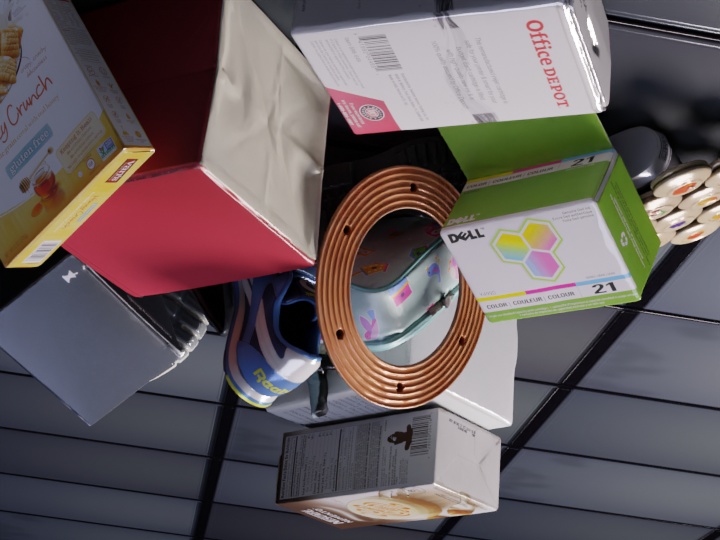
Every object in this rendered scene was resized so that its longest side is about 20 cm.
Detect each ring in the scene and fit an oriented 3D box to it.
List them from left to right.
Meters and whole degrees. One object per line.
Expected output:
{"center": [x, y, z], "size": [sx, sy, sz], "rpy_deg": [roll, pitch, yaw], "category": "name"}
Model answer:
{"center": [0.034, 0.014, 1.226], "size": [0.200, 0.202, 0.019], "rpy_deg": [28, 164, -39], "category": "ring"}

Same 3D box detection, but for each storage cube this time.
{"center": [-0.142, -0.100, 1.166], "size": [0.179, 0.172, 0.200], "rpy_deg": [-10, 151, 28], "category": "storage cube"}

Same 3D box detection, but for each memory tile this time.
{"center": [0.284, -0.055, 1.275], "size": [0.152, 0.017, 0.200], "rpy_deg": [-13, 162, -22], "category": "memory tile"}

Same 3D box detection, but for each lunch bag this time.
{"center": [0.000, 0.000, 1.340], "size": [0.199, 0.160, 0.078], "rpy_deg": [9, 122, 38], "category": "lunch bag"}

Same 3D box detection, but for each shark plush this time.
{"center": [-0.052, 0.049, 1.454], "size": [0.090, 0.201, 0.083], "rpy_deg": [-9, 153, -37], "category": "shark plush"}

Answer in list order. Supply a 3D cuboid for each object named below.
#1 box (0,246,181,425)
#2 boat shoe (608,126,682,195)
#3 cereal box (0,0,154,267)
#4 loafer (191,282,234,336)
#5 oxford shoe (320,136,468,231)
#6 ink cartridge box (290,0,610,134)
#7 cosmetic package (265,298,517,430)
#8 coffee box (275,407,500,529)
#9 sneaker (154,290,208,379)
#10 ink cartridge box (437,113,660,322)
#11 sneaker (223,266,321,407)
{"center": [-0.258, 0.009, 1.301], "size": [0.107, 0.200, 0.149], "rpy_deg": [-37, 125, 5], "category": "box"}
{"center": [0.191, -0.068, 1.289], "size": [0.199, 0.070, 0.066], "rpy_deg": [-23, 143, 34], "category": "boat shoe"}
{"center": [-0.247, -0.124, 1.068], "size": [0.144, 0.201, 0.039], "rpy_deg": [-41, 161, 27], "category": "cereal box"}
{"center": [-0.141, -0.031, 1.298], "size": [0.070, 0.201, 0.068], "rpy_deg": [-15, 159, -47], "category": "loafer"}
{"center": [0.042, -0.079, 1.310], "size": [0.198, 0.073, 0.084], "rpy_deg": [-5, -176, 5], "category": "oxford shoe"}
{"center": [0.070, -0.174, 1.058], "size": [0.198, 0.085, 0.146], "rpy_deg": [-1, 154, 20], "category": "ink cartridge box"}
{"center": [0.034, 0.072, 1.498], "size": [0.199, 0.169, 0.166], "rpy_deg": [-18, 147, 40], "category": "cosmetic package"}
{"center": [0.027, 0.202, 1.484], "size": [0.199, 0.080, 0.114], "rpy_deg": [-14, 150, 37], "category": "coffee box"}
{"center": [-0.168, 0.044, 1.480], "size": [0.075, 0.200, 0.116], "rpy_deg": [37, 170, 14], "category": "sneaker"}
{"center": [0.134, -0.065, 1.196], "size": [0.147, 0.076, 0.201], "rpy_deg": [-11, 124, 35], "category": "ink cartridge box"}
{"center": [-0.063, 0.010, 1.222], "size": [0.074, 0.201, 0.082], "rpy_deg": [19, 147, -39], "category": "sneaker"}
